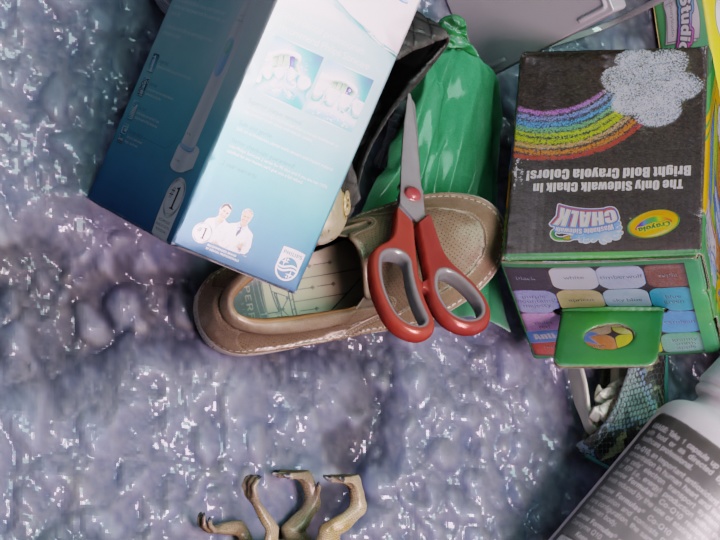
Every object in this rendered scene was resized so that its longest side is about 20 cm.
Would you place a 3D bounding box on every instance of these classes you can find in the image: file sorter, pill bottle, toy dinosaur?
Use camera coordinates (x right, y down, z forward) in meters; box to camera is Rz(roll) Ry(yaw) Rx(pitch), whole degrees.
[{"bbox_3d":[0.122,-0.250,1.617,0.125,0.139,0.200,-22,89,-38],"label":"file sorter"},{"bbox_3d":[0.198,0.153,1.519,0.114,0.114,0.200,43,82,-15],"label":"pill bottle"},{"bbox_3d":[-0.028,0.168,1.454,0.200,0.058,0.101,2,90,-25],"label":"toy dinosaur"}]

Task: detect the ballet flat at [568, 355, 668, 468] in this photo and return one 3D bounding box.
[{"bbox_3d":[0.168,0.033,1.609,0.074,0.074,0.200,17,64,-28],"label":"ballet flat"}]

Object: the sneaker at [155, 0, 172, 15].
[{"bbox_3d":[-0.067,-0.214,1.517,0.115,0.075,0.200,11,73,-33],"label":"sneaker"}]

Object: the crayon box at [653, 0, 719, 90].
[{"bbox_3d":[0.288,-0.181,1.754,0.173,0.058,0.200,1,75,-32],"label":"crayon box"}]

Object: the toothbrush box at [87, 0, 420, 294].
[{"bbox_3d":[-0.059,-0.105,1.405,0.085,0.146,0.200,21,91,-27],"label":"toothbrush box"}]

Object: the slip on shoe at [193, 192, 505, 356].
[{"bbox_3d":[0.000,0.000,1.473,0.200,0.061,0.076,-13,83,-17],"label":"slip on shoe"}]

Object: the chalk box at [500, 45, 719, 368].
[{"bbox_3d":[0.159,-0.022,1.537,0.124,0.125,0.200,66,28,-57],"label":"chalk box"}]

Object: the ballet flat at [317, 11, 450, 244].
[{"bbox_3d":[0.004,-0.092,1.479,0.057,0.066,0.200,11,48,11],"label":"ballet flat"}]

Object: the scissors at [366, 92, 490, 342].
[{"bbox_3d":[0.025,-0.037,1.466,0.073,0.014,0.200,4,50,-24],"label":"scissors"}]

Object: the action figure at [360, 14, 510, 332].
[{"bbox_3d":[0.048,-0.068,1.564,0.118,0.055,0.200,17,71,-27],"label":"action figure"}]
